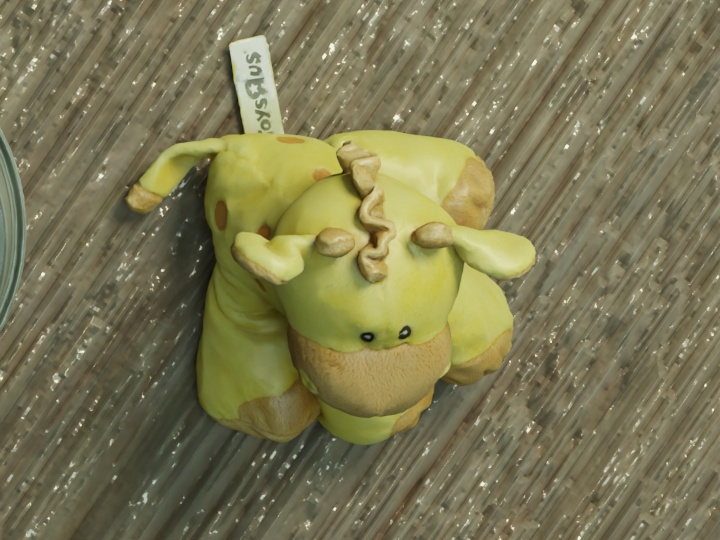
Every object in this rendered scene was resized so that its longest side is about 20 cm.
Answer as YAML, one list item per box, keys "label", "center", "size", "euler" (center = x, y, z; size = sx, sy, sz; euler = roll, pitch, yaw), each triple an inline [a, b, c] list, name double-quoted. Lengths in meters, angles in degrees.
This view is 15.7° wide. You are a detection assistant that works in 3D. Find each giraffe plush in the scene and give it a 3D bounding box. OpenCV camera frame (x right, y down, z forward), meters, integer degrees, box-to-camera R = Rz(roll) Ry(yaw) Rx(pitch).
- label: "giraffe plush"
  center: [0.000, 0.000, 1.164]
  size: [0.172, 0.162, 0.200]
  euler: [-30, 110, -8]

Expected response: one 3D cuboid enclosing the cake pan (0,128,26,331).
- label: "cake pan"
  center: [-0.244, -0.011, 1.152]
  size: [0.200, 0.037, 0.201]
  euler: [-4, 104, -17]
